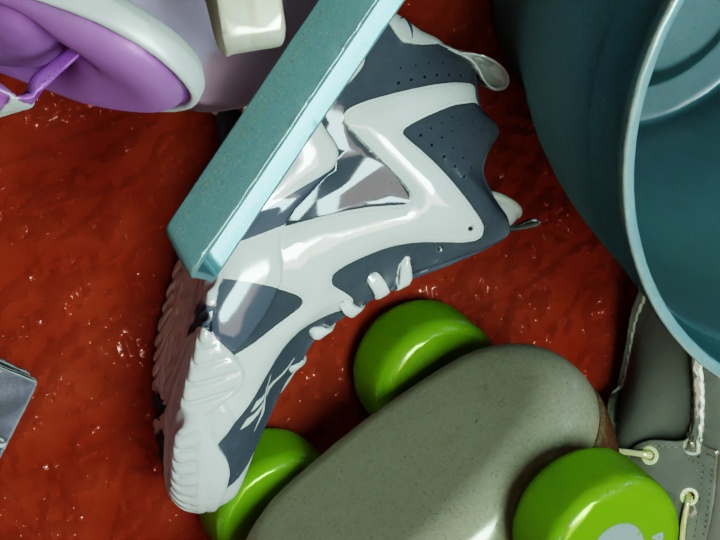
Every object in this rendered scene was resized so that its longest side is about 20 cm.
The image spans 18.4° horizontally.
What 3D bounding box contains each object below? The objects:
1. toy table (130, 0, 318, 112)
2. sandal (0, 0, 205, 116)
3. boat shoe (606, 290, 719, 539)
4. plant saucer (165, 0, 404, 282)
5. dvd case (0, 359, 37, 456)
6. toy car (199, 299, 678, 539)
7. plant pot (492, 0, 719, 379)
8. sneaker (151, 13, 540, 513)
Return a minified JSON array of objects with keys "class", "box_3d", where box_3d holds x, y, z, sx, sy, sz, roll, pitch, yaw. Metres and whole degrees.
[{"class":"toy table","box_3d":[-0.052,-0.155,0.701,0.182,0.117,0.202,-22,94,-8]},{"class":"sandal","box_3d":[-0.140,-0.071,0.699,0.050,0.201,0.082,-68,157,-12]},{"class":"boat shoe","box_3d":[0.124,0.091,0.905,0.060,0.072,0.204,-11,114,-23]},{"class":"plant saucer","box_3d":[0.001,-0.084,0.686,0.019,0.070,0.201,35,89,2]},{"class":"dvd case","box_3d":[-0.234,0.067,0.786,0.199,0.016,0.150,25,97,-26]},{"class":"toy car","box_3d":[0.058,0.140,0.850,0.157,0.164,0.201,-39,123,-6]},{"class":"plant pot","box_3d":[0.143,-0.082,0.787,0.198,0.188,0.202,-8,115,-18]},{"class":"sneaker","box_3d":[0.000,0.000,0.821,0.128,0.079,0.201,11,93,-16]}]
